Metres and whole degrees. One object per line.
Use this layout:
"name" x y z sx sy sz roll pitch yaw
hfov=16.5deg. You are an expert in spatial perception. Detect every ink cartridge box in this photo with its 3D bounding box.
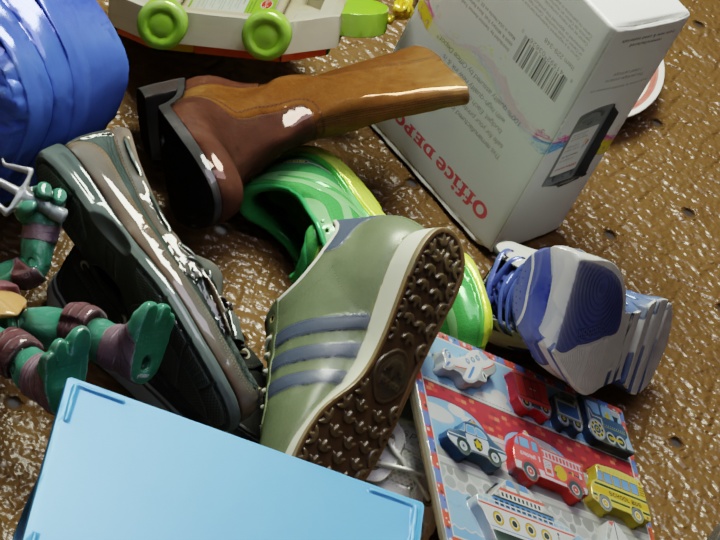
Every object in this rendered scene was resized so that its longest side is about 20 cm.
"ink cartridge box" 0.107 -0.138 1.653 0.085 0.201 0.148 -17 57 -41

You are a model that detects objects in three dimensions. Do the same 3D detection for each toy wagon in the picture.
"toy wagon" -0.065 -0.172 1.655 0.198 0.040 0.155 7 20 3

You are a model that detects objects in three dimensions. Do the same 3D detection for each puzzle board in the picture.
"puzzle board" 0.106 0.118 1.461 0.199 0.017 0.151 23 42 -39

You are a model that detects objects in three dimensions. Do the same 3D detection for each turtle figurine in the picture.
"turtle figurine" -0.208 0.013 1.364 0.199 0.101 0.150 24 46 31

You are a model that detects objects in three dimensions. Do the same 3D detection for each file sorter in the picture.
"file sorter" -0.086 0.173 1.276 0.199 0.123 0.139 20 41 -9

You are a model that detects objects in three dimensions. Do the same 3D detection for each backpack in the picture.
"backpack" -0.251 -0.129 1.476 0.200 0.163 0.168 50 47 7

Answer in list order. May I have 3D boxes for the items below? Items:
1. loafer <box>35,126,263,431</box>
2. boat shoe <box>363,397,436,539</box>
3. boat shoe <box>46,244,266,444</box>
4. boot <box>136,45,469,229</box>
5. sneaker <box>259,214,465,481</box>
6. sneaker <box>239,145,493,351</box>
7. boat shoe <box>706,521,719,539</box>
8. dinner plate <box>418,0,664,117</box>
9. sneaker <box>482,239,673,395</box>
"loafer" -0.107 -0.003 1.403 0.063 0.072 0.200 -29 70 -24
"boat shoe" 0.023 0.113 1.440 0.071 0.069 0.200 32 41 -5
"boat shoe" -0.098 0.052 1.446 0.200 0.057 0.069 36 40 10
"boot" -0.029 -0.086 1.552 0.199 0.069 0.188 -9 15 -11
"sneaker" -0.022 0.055 1.415 0.090 0.201 0.067 19 -16 40
"sneaker" 0.000 0.000 1.551 0.200 0.074 0.083 37 43 28
"boat shoe" 0.227 0.211 1.455 0.073 0.075 0.200 29 41 1
"dinner plate" 0.131 -0.174 1.843 0.199 0.024 0.201 17 41 -15
"sneaker" 0.112 0.027 1.551 0.115 0.081 0.199 18 -2 24
